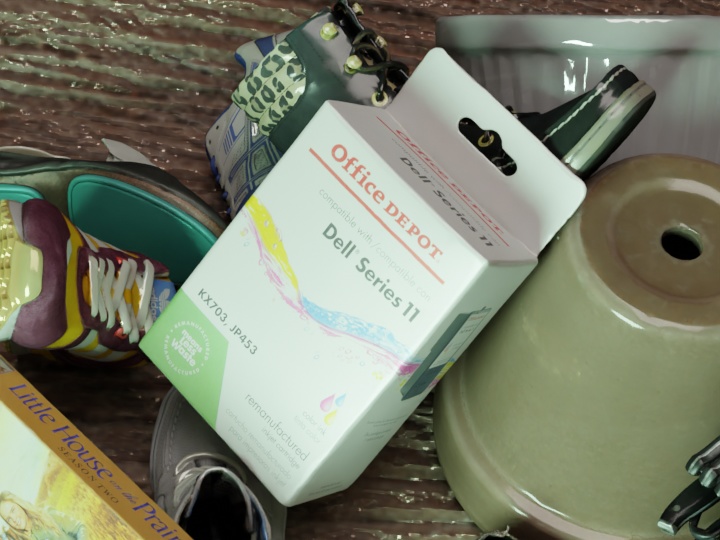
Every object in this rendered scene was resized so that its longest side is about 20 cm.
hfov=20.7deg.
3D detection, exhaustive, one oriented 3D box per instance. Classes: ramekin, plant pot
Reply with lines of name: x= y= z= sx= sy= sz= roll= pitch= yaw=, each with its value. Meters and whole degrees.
ramekin: x=0.143 y=-0.094 z=1.092 sx=0.202 sy=0.202 sz=0.094 roll=-1 pitch=97 yaw=-8
plant pot: x=0.146 y=0.037 z=0.997 sx=0.200 sy=0.175 sz=0.200 roll=4 pitch=53 yaw=-5

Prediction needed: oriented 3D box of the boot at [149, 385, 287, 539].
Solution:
boot: x=-0.065 y=0.116 z=0.960 sx=0.073 sy=0.096 sz=0.200 roll=-3 pitch=54 yaw=-9

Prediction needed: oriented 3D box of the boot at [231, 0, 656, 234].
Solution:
boot: x=0.034 y=-0.080 z=0.992 sx=0.154 sy=0.204 sz=0.073 roll=53 pitch=39 yaw=2

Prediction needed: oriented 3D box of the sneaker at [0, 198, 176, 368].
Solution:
sneaker: x=-0.133 y=0.009 z=0.974 sx=0.090 sy=0.200 sz=0.075 roll=6 pitch=85 yaw=-5

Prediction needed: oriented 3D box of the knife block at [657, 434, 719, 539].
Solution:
knife block: x=0.238 y=0.099 z=0.958 sx=0.200 sy=0.176 sz=0.064 roll=0 pitch=30 yaw=-42

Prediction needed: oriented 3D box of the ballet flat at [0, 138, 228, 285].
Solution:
ballet flat: x=-0.156 y=-0.042 z=1.079 sx=0.200 sy=0.068 sz=0.068 roll=10 pitch=38 yaw=10

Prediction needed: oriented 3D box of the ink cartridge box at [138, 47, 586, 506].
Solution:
ink cartridge box: x=0.000 y=0.000 z=0.940 sx=0.117 sy=0.200 sz=0.067 roll=45 pitch=19 yaw=19

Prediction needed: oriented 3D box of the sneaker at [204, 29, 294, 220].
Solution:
sneaker: x=-0.049 y=-0.048 z=1.113 sx=0.088 sy=0.075 sz=0.200 roll=-3 pitch=57 yaw=28

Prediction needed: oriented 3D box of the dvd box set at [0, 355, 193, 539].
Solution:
dvd box set: x=-0.156 y=0.138 z=0.907 sx=0.200 sy=0.146 sz=0.029 roll=41 pitch=26 yaw=21

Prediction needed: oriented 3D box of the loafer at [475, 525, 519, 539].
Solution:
loafer: x=0.123 y=0.188 z=0.944 sx=0.200 sy=0.071 sz=0.073 roll=24 pitch=54 yaw=11
